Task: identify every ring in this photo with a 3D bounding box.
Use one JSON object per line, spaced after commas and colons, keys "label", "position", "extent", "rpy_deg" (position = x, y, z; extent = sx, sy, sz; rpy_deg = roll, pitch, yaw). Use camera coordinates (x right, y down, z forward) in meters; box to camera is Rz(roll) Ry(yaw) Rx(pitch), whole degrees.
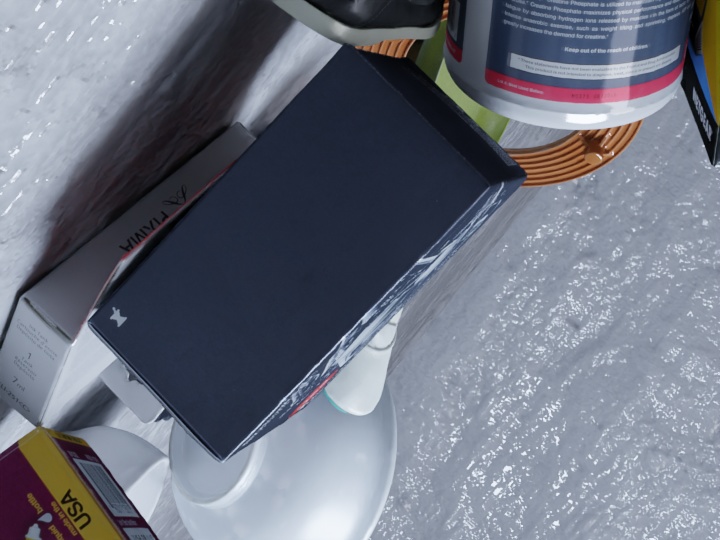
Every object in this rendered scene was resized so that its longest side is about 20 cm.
{"label": "ring", "position": [0.091, -0.120, 1.199], "extent": [0.201, 0.199, 0.019], "rpy_deg": [120, -12, -53]}

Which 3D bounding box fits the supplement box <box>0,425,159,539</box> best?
{"label": "supplement box", "position": [-0.223, 0.192, 1.051], "extent": [0.200, 0.103, 0.131], "rpy_deg": [-37, 173, -3]}

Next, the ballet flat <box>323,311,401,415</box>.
{"label": "ballet flat", "position": [0.000, 0.000, 1.222], "extent": [0.070, 0.069, 0.201], "rpy_deg": [122, -26, -47]}

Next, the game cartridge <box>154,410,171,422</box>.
{"label": "game cartridge", "position": [-0.084, 0.036, 1.395], "extent": [0.200, 0.042, 0.133], "rpy_deg": [-34, 163, -28]}

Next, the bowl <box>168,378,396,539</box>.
{"label": "bowl", "position": [-0.075, 0.130, 1.307], "extent": [0.090, 0.201, 0.201], "rpy_deg": [19, 116, -43]}

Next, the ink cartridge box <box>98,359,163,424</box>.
{"label": "ink cartridge box", "position": [-0.073, 0.020, 1.170], "extent": [0.200, 0.067, 0.116], "rpy_deg": [-50, -147, -4]}

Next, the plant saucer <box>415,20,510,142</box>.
{"label": "plant saucer", "position": [0.080, -0.147, 1.347], "extent": [0.200, 0.031, 0.201], "rpy_deg": [-52, 155, -37]}

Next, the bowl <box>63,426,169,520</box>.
{"label": "bowl", "position": [-0.230, 0.201, 1.300], "extent": [0.200, 0.075, 0.200], "rpy_deg": [-47, 171, -25]}

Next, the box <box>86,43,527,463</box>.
{"label": "box", "position": [-0.021, -0.013, 0.975], "extent": [0.200, 0.104, 0.182], "rpy_deg": [-46, 174, 11]}

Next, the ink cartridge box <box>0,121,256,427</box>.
{"label": "ink cartridge box", "position": [-0.112, -0.022, 1.020], "extent": [0.200, 0.045, 0.176], "rpy_deg": [-45, 172, -41]}

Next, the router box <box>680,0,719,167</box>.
{"label": "router box", "position": [0.216, -0.168, 1.031], "extent": [0.200, 0.051, 0.150], "rpy_deg": [-90, -178, -61]}

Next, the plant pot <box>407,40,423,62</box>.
{"label": "plant pot", "position": [0.007, -0.109, 1.386], "extent": [0.200, 0.027, 0.200], "rpy_deg": [-50, 173, -8]}

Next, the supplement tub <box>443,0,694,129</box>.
{"label": "supplement tub", "position": [0.122, -0.193, 1.000], "extent": [0.140, 0.140, 0.201], "rpy_deg": [-42, 144, -49]}

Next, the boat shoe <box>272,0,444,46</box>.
{"label": "boat shoe", "position": [0.014, -0.166, 0.975], "extent": [0.068, 0.072, 0.200], "rpy_deg": [-62, 170, 18]}
